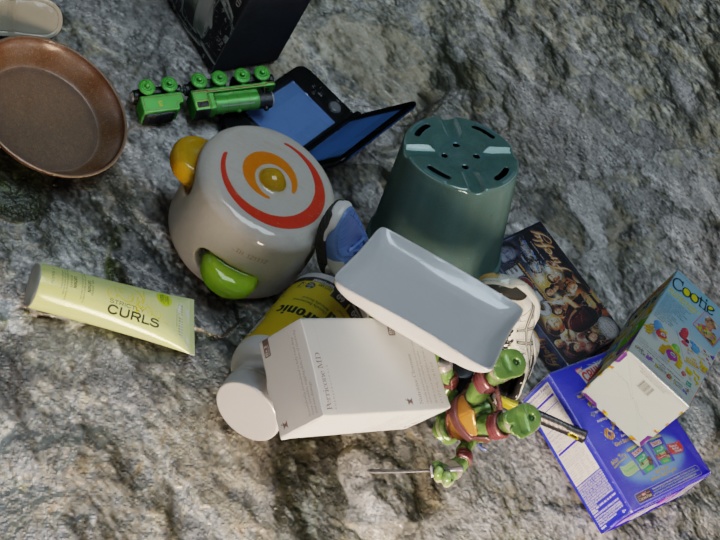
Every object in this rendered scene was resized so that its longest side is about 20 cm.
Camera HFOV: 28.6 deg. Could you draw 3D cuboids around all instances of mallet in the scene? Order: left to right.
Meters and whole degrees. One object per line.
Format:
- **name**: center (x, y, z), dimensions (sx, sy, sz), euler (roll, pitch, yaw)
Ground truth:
- **mallet**: center (0.187, 0.159, 1.733), dimensions (0.197, 0.066, 0.041), euler (18, 47, 9)

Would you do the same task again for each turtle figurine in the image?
- **turtle figurine**: center (0.103, 0.166, 1.627), dimensions (0.198, 0.193, 0.145), euler (29, 57, -20)

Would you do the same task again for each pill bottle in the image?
- **pill bottle**: center (-0.080, 0.101, 1.617), dimensions (0.111, 0.112, 0.200), euler (39, 46, 0)

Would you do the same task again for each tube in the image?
- **tube**: center (-0.275, 0.039, 1.586), dimensions (0.198, 0.052, 0.059), euler (18, 89, -27)

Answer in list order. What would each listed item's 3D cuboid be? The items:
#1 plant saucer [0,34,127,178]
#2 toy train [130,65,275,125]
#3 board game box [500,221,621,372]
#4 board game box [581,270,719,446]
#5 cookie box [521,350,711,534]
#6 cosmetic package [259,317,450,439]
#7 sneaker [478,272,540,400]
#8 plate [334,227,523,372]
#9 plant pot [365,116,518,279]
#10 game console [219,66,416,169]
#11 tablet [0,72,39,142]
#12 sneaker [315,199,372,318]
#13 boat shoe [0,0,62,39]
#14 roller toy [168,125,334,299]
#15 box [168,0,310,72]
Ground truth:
- **plant saucer**: center (-0.376, -0.189, 1.689), dimensions (0.198, 0.037, 0.203), euler (22, 48, -27)
- **toy train**: center (-0.198, -0.224, 1.818), dimensions (0.197, 0.042, 0.057), euler (-10, 70, -24)
- **board game box**: center (0.257, 0.038, 1.933), dimensions (0.135, 0.035, 0.201), euler (-23, 71, -41)
- **board game box**: center (0.382, 0.110, 1.807), dimensions (0.105, 0.103, 0.200), euler (42, 43, 3)
- **cookie box**: center (0.329, 0.213, 1.817), dimensions (0.170, 0.075, 0.202), euler (-14, 66, -39)
- **cosmetic package**: center (-0.006, 0.116, 1.541), dimensions (0.198, 0.081, 0.114), euler (0, 68, -46)
- **sneaker**: center (0.184, 0.087, 1.754), dimensions (0.075, 0.201, 0.088), euler (5, 54, 23)
- **plate**: center (0.076, 0.037, 1.592), dimensions (0.198, 0.033, 0.200), euler (30, 25, 6)
- **plant pot**: center (0.104, -0.071, 1.769), dimensions (0.197, 0.198, 0.202), euler (8, 41, -7)
- **game console**: center (-0.056, -0.207, 1.862), dimensions (0.171, 0.119, 0.200), euler (45, 45, 5)
- **tablet**: center (-0.492, -0.233, 1.676), dimensions (0.198, 0.014, 0.131), euler (31, 46, -10)
- **sneaker**: center (0.000, 0.000, 1.683), dimensions (0.076, 0.202, 0.076), euler (16, 48, 31)
- **boat shoe**: center (-0.469, -0.318, 1.732), dimensions (0.197, 0.063, 0.074), euler (8, 87, -24)
- **roller toy**: center (-0.129, -0.076, 1.699), dimensions (0.181, 0.140, 0.202), euler (-12, 63, -38)
- **box**: center (-0.165, -0.411, 1.889), dimensions (0.123, 0.200, 0.198), euler (-19, 67, -38)
